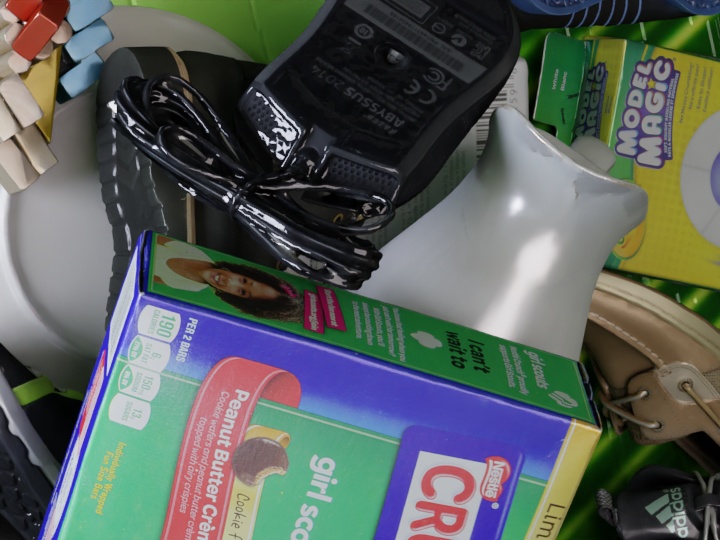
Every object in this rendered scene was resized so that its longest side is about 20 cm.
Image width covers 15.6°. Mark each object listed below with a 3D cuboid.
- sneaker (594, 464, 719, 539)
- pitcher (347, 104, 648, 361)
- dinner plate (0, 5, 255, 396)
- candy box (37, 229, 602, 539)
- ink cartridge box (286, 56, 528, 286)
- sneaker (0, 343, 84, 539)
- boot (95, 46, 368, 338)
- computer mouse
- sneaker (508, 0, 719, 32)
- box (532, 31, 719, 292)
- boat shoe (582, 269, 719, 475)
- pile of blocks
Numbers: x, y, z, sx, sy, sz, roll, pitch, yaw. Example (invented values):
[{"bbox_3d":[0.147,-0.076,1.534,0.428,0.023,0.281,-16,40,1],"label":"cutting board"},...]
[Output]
[{"bbox_3d":[0.183,0.121,1.301,0.139,0.200,0.078,17,43,-20],"label":"sneaker"},{"bbox_3d":[0.054,0.025,1.213,0.121,0.172,0.201,33,100,10],"label":"pitcher"},{"bbox_3d":[-0.108,-0.023,1.227,0.199,0.024,0.202,-3,98,-25],"label":"dinner plate"},{"bbox_3d":[-0.022,0.095,1.100,0.199,0.077,0.170,16,113,-11],"label":"candy box"},{"bbox_3d":[0.000,0.000,1.268,0.173,0.044,0.201,-4,97,-24],"label":"ink cartridge box"},{"bbox_3d":[-0.128,0.085,1.213,0.083,0.072,0.200,-49,118,-27],"label":"sneaker"},{"bbox_3d":[-0.041,0.000,1.183,0.138,0.077,0.202,-3,94,-30],"label":"boot"},{"bbox_3d":[-0.007,-0.070,1.147,0.138,0.053,0.200,36,51,14],"label":"computer mouse"},{"bbox_3d":[0.114,-0.155,1.298,0.199,0.078,0.071,-7,96,-46],"label":"sneaker"},{"bbox_3d":[0.175,-0.050,1.344,0.199,0.048,0.118,10,91,-24],"label":"box"},{"bbox_3d":[0.157,0.059,1.332,0.199,0.071,0.065,33,81,-25],"label":"boat shoe"},{"bbox_3d":[-0.134,-0.135,1.167,0.082,0.062,0.202,2,87,-21],"label":"pile of blocks"}]
